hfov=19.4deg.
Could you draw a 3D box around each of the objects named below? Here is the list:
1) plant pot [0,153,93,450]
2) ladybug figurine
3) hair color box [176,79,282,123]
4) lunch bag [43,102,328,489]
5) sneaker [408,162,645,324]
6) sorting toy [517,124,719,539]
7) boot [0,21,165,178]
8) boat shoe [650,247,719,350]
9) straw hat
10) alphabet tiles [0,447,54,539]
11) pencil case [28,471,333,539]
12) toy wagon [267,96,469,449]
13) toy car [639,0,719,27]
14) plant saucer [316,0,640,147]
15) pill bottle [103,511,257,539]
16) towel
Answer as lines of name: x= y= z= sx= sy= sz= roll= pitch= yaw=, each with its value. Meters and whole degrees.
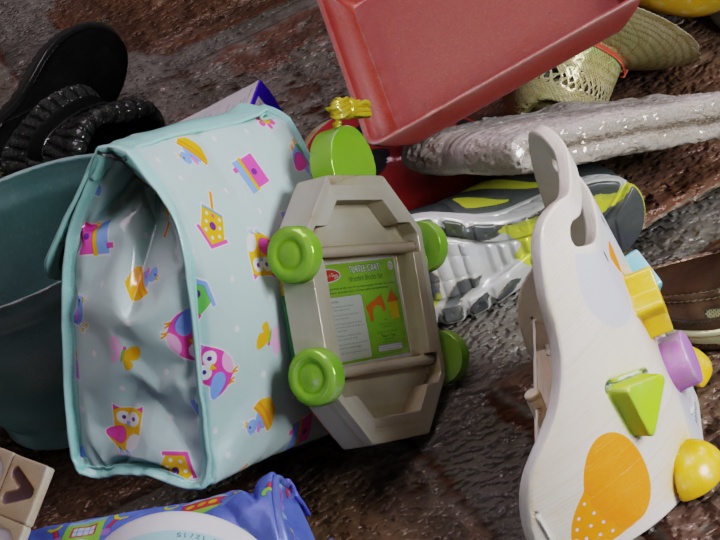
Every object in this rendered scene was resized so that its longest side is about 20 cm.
plant pot: x=-0.203 y=0.032 z=1.389 sx=0.199 sy=0.135 sz=0.201 roll=-16 pitch=27 yaw=8
ladybug figurine: x=0.028 y=-0.068 z=1.475 sx=0.199 sy=0.072 sz=0.136 roll=5 pitch=37 yaw=41
hair color box: x=-0.148 y=-0.051 z=1.536 sx=0.199 sy=0.065 sz=0.110 roll=-23 pitch=25 yaw=21
lunch bag: x=-0.090 y=0.009 z=1.229 sx=0.121 sy=0.202 sz=0.170 roll=0 pitch=11 yaw=34
sneaker: x=0.083 y=-0.022 z=1.368 sx=0.198 sy=0.075 sz=0.085 roll=-12 pitch=21 yaw=-2
sorting toy: x=0.120 y=0.023 z=1.128 sx=0.106 sy=0.181 sz=0.200 roll=-15 pitch=28 yaw=12
boot: x=-0.219 y=-0.136 z=1.759 sx=0.157 sy=0.080 sz=0.212 roll=-5 pitch=41 yaw=41
boat shoe: x=0.241 y=-0.007 z=1.211 sx=0.201 sy=0.075 sz=0.075 roll=-8 pitch=30 yaw=25
straw hat: x=0.141 y=-0.139 z=1.499 sx=0.200 sy=0.200 sz=0.086 roll=11 pitch=84 yaw=46
alphabet tiles: x=-0.231 y=0.190 z=1.137 sx=0.167 sy=0.008 sz=0.201 roll=11 pitch=78 yaw=47
pencil case: x=-0.116 y=0.164 z=1.149 sx=0.198 sy=0.078 sz=0.087 roll=-15 pitch=35 yaw=12
toy wagon: x=0.000 y=0.000 z=1.230 sx=0.039 sy=0.202 sz=0.155 roll=-13 pitch=-5 yaw=32
toy car: x=0.212 y=-0.264 z=1.575 sx=0.174 sy=0.151 sz=0.200 roll=-4 pitch=22 yaw=-20
plant saucer: x=0.077 y=-0.176 z=1.392 sx=0.199 sy=0.037 sz=0.201 roll=-29 pitch=41 yaw=9
pill bottle: x=-0.093 y=0.214 z=1.008 sx=0.110 sy=0.111 sz=0.200 roll=-16 pitch=27 yaw=10
towel: x=0.142 y=-0.091 z=1.371 sx=0.199 sy=0.035 sz=0.132 roll=-12 pitch=7 yaw=-30
